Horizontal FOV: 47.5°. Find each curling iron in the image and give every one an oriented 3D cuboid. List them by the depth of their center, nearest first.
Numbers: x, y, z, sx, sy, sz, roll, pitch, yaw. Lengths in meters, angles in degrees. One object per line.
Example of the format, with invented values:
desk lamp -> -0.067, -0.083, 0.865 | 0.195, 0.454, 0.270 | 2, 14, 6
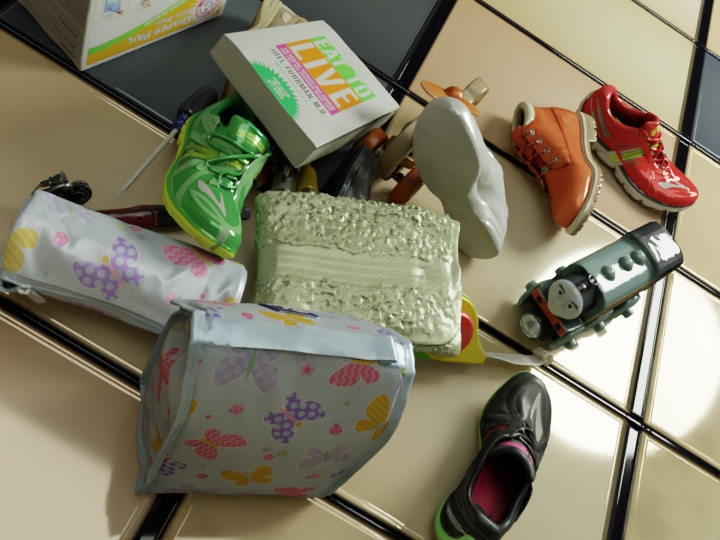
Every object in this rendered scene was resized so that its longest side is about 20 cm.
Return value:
curling iron -> -0.195, -0.056, 0.744 | 0.198, 0.050, 0.026 | 4, 43, -25

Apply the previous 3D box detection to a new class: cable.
cable -> -0.075, -0.138, 0.871 | 0.096, 0.051, 0.201 | 17, 41, -1

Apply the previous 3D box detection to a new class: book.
book -> -0.052, -0.185, 0.826 | 0.134, 0.048, 0.200 | 52, 31, -1

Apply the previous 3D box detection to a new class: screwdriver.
screwdriver -> -0.182, -0.128, 0.781 | 0.028, 0.029, 0.201 | 33, 36, -8

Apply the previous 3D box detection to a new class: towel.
towel -> 0.000, 0.000, 0.733 | 0.197, 0.037, 0.150 | 6, 65, -16

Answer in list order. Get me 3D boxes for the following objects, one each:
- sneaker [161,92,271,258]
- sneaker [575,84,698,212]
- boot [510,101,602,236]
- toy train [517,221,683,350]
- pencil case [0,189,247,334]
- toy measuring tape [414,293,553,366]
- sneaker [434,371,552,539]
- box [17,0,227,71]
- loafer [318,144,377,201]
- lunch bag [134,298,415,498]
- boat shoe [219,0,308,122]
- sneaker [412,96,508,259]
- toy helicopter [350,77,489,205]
sneaker -> -0.125, -0.095, 0.728 | 0.074, 0.083, 0.201 | 35, 31, -35
sneaker -> 0.366, -0.159, 1.062 | 0.200, 0.085, 0.077 | 44, 52, 4
boot -> 0.228, -0.127, 0.988 | 0.106, 0.075, 0.201 | 17, 46, -12
toy train -> 0.257, 0.015, 0.881 | 0.199, 0.114, 0.086 | -20, 70, -35
pencil case -> -0.194, 0.005, 0.681 | 0.198, 0.084, 0.091 | 20, 32, -16
toy measuring tape -> 0.113, 0.054, 0.811 | 0.198, 0.074, 0.074 | 7, 57, -24
sneaker -> 0.138, 0.172, 0.743 | 0.076, 0.084, 0.201 | 35, 52, -3
box -> -0.235, -0.310, 0.846 | 0.113, 0.102, 0.200 | 47, 52, 7
loafer -> -0.016, -0.035, 0.811 | 0.072, 0.073, 0.202 | 30, 61, -17
lunch bag -> -0.070, 0.089, 0.618 | 0.168, 0.200, 0.128 | 7, 58, -22
boat shoe -> -0.100, -0.222, 0.878 | 0.064, 0.071, 0.202 | 23, 52, -10
sneaker -> 0.114, -0.110, 0.858 | 0.075, 0.201, 0.089 | 9, 52, 32
toy helicopter -> 0.086, -0.169, 0.899 | 0.079, 0.132, 0.200 | 44, 51, 6
